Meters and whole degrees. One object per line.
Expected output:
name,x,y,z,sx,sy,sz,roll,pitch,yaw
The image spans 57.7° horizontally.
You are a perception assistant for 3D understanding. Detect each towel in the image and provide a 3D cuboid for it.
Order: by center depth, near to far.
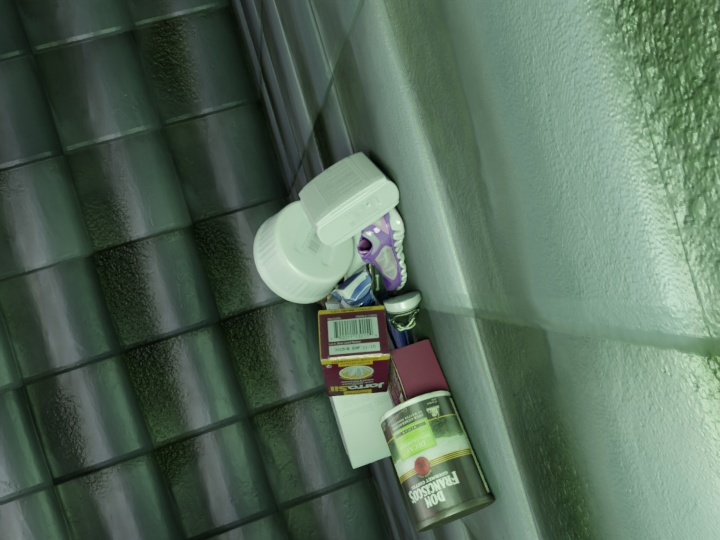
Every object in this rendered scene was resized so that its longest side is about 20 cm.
towel,0.077,0.110,1.483,0.200,0.023,0.147,-122,18,-66

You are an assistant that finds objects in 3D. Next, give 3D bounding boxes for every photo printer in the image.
photo printer,-0.030,-0.141,1.224,0.070,0.165,0.200,56,180,-31

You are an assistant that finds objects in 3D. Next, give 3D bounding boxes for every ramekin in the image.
ramekin,-0.109,-0.044,1.327,0.098,0.198,0.203,-36,70,53

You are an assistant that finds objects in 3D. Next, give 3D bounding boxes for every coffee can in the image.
coffee can,0.132,0.338,1.163,0.147,0.144,0.202,91,160,-63

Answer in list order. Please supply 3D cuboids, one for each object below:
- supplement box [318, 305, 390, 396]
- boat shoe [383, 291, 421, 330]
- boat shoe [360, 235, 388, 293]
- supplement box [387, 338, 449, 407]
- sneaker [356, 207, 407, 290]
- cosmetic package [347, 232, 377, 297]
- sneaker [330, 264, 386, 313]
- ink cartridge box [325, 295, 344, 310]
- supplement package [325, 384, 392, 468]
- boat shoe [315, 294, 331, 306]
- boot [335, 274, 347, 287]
supplement box,-0.012,0.159,1.262,0.201,0.129,0.105,86,178,-61
boat shoe,0.084,0.079,1.249,0.200,0.070,0.065,95,158,-87
boat shoe,0.030,-0.048,1.347,0.076,0.059,0.203,-139,33,-73
supplement box,0.108,0.231,1.301,0.201,0.084,0.112,91,161,-63
sneaker,0.037,-0.035,1.246,0.202,0.087,0.081,81,167,-46
cosmetic package,0.000,0.000,1.463,0.151,0.051,0.203,-7,-92,-82
sneaker,0.009,0.061,1.297,0.115,0.080,0.199,50,170,-1
ink cartridge box,-0.011,0.113,1.581,0.200,0.040,0.203,-55,-44,-55
supplement package,0.031,0.367,1.692,0.147,0.188,0.203,177,76,-81
boat shoe,-0.062,0.027,1.605,0.200,0.069,0.072,-39,-54,-60
boot,-0.065,-0.057,1.456,0.107,0.074,0.203,-87,-20,-75
